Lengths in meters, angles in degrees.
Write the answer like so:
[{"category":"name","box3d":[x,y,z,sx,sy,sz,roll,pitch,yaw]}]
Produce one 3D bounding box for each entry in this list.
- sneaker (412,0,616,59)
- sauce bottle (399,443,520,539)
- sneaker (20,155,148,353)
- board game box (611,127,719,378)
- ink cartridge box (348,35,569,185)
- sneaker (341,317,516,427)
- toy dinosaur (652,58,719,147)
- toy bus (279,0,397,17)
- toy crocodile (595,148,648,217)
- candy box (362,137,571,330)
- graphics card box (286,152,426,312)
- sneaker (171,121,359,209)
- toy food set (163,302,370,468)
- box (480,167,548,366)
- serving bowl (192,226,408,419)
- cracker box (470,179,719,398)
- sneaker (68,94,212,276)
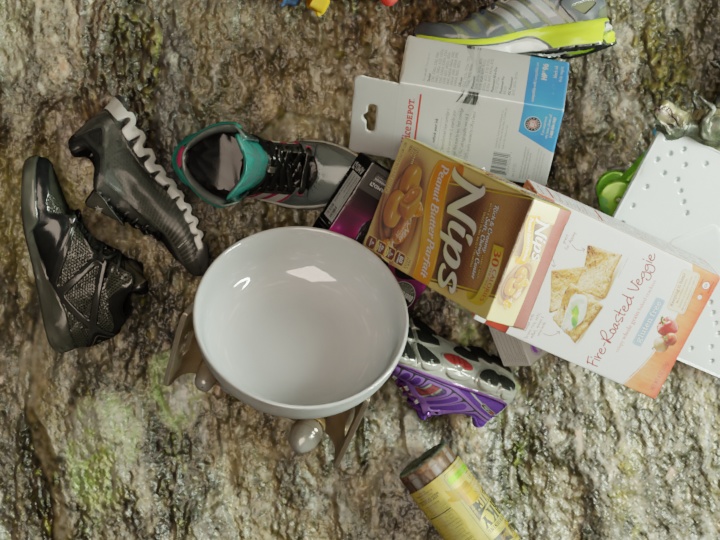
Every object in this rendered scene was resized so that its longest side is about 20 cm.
[{"category":"sneaker","box3d":[0.149,-0.247,1.619,0.198,0.074,0.082,-5,85,-1]},{"category":"sauce bottle","box3d":[0.121,0.268,1.658,0.065,0.065,0.200,-37,93,6]},{"category":"sneaker","box3d":[-0.277,-0.024,1.660,0.113,0.076,0.201,-12,96,3]},{"category":"board game box","box3d":[0.324,-0.016,1.598,0.199,0.026,0.201,23,103,-17]},{"category":"ink cartridge box","box3d":[0.094,-0.157,1.594,0.198,0.116,0.068,10,53,3]},{"category":"sneaker","box3d":[0.059,0.106,1.621,0.199,0.081,0.084,25,115,-20]},{"category":"toy dinosaur","box3d":[0.361,-0.149,1.545,0.198,0.047,0.089,12,86,-15]},{"category":"toy bus","box3d":[-0.042,-0.317,1.602,0.200,0.136,0.192,-43,106,8]},{"category":"toy crocodile","box3d":[0.236,-0.041,1.624,0.062,0.068,0.200,41,98,-6]},{"category":"candy box","box3d":[0.094,-0.037,1.512,0.055,0.200,0.116,14,101,-38]},{"category":"graphics card box","box3d":[0.000,0.000,1.633,0.125,0.051,0.201,32,95,-21]},{"category":"sneaker","box3d":[-0.093,-0.101,1.615,0.198,0.121,0.084,4,95,3]},{"category":"toy food set","box3d":[-0.094,0.115,1.620,0.199,0.144,0.061,24,54,1]},{"category":"box","box3d":[0.131,-0.003,1.616,0.039,0.041,0.201,-33,107,-36]},{"category":"serving bowl","box3d":[-0.057,0.057,1.533,0.198,0.066,0.201,3,56,-4]},{"category":"cracker box","box3d":[0.217,0.018,1.546,0.199,0.058,0.135,23,104,-10]},{"category":"sneaker","box3d":[-0.225,-0.070,1.647,0.090,0.066,0.201,-31,88,-13]}]
